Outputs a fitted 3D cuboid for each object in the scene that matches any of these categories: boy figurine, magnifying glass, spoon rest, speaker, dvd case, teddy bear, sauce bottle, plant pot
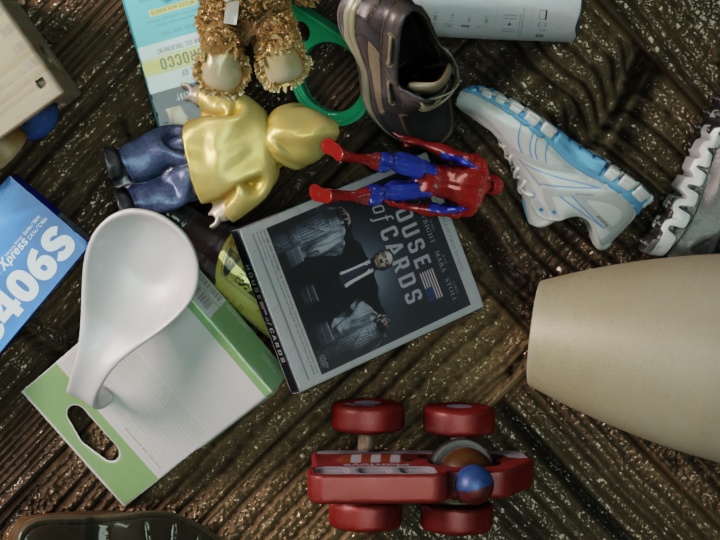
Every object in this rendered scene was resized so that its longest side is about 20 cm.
[{"bbox_3d":[-0.117,-0.104,1.634,0.199,0.064,0.125,-18,92,-3],"label":"boy figurine"},{"bbox_3d":[-0.054,-0.217,1.689,0.079,0.022,0.201,-34,90,34],"label":"magnifying glass"},{"bbox_3d":[-0.201,0.038,1.621,0.099,0.061,0.201,27,118,3],"label":"spoon rest"},{"bbox_3d":[0.090,-0.241,1.677,0.198,0.081,0.082,2,94,-3],"label":"speaker"},{"bbox_3d":[0.000,0.000,1.678,0.199,0.025,0.151,-24,96,-26],"label":"dvd case"},{"bbox_3d":[-0.101,-0.238,1.620,0.144,0.067,0.201,-25,80,0],"label":"teddy bear"},{"bbox_3d":[-0.111,-0.003,1.692,0.200,0.066,0.066,37,92,-7],"label":"sauce bottle"},{"bbox_3d":[0.249,0.067,1.673,0.198,0.187,0.189,7,94,10],"label":"plant pot"}]

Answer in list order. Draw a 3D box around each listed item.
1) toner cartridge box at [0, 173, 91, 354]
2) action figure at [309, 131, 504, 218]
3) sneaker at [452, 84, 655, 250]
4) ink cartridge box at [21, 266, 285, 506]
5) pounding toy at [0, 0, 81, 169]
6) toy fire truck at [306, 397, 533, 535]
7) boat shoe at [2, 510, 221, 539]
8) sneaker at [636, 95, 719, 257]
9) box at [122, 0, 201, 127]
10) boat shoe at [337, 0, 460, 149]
[{"bbox_3d":[-0.333,0.021,1.692,0.095,0.043,0.200,40,92,-4],"label":"toner cartridge box"},{"bbox_3d":[0.047,-0.080,1.664,0.199,0.052,0.066,4,104,-36],"label":"action figure"},{"bbox_3d":[0.158,-0.088,1.699,0.199,0.075,0.087,34,98,-5],"label":"sneaker"},{"bbox_3d":[-0.182,0.097,1.698,0.200,0.048,0.146,-38,96,29],"label":"ink cartridge box"},{"bbox_3d":[-0.331,-0.119,1.603,0.184,0.200,0.143,-35,96,0],"label":"pounding toy"},{"bbox_3d":[0.051,0.178,1.663,0.198,0.168,0.113,2,95,-3],"label":"toy fire truck"},{"bbox_3d":[-0.217,0.241,1.705,0.199,0.068,0.073,12,84,-24],"label":"boat shoe"},{"bbox_3d":[0.330,-0.087,1.712,0.090,0.066,0.201,27,96,-8],"label":"sneaker"},{"bbox_3d":[-0.151,-0.180,1.684,0.082,0.049,0.201,-16,95,-2],"label":"box"},{"bbox_3d":[0.042,-0.163,1.632,0.075,0.200,0.073,-47,52,-11],"label":"boat shoe"}]
